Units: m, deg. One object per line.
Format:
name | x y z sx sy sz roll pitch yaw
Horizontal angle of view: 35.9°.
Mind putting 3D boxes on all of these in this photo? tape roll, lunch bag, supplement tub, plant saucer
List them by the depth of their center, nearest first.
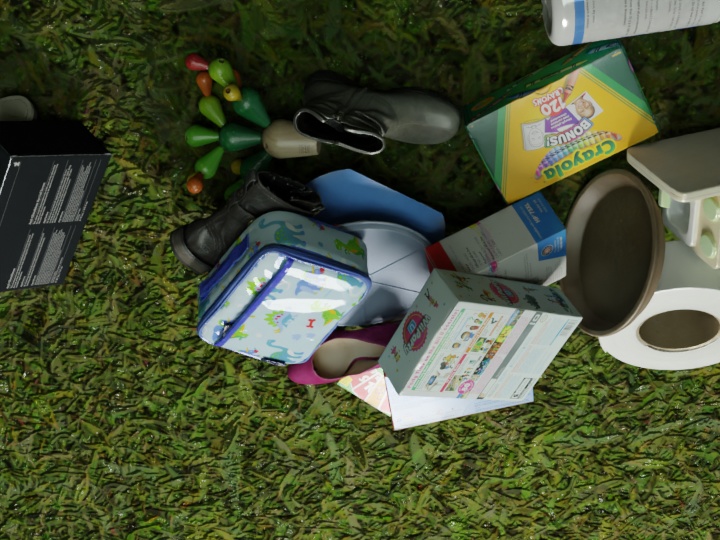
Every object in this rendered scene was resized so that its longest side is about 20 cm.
supplement tub | 0.295 -0.318 1.187 0.198 0.132 0.133 -7 120 5
lunch bag | -0.096 0.025 1.311 0.160 0.083 0.200 21 133 -29
plant saucer | 0.301 -0.020 1.326 0.029 0.200 0.201 6 121 -21
tape roll | 0.394 0.047 1.389 0.201 0.071 0.203 3 147 2

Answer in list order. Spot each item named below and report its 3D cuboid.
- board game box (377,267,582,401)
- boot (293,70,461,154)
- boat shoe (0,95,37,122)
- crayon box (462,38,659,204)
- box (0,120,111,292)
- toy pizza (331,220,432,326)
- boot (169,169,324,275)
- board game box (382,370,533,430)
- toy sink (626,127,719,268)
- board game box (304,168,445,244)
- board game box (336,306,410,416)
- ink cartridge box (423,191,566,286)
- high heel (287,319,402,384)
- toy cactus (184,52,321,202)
board game box | 0.142 0.081 1.317 0.199 0.064 0.148 8 125 -37
boot | 0.021 -0.164 1.276 0.198 0.131 0.068 12 120 -7
boat shoe | -0.455 -0.135 1.349 0.200 0.073 0.063 -40 156 15
crayon box | 0.234 -0.177 1.310 0.199 0.058 0.119 -26 117 14
box | -0.401 -0.075 1.320 0.079 0.141 0.201 42 120 25
toy pizza | 0.000 0.000 1.388 0.198 0.032 0.201 -5 141 -4
boot | -0.111 -0.042 1.330 0.174 0.070 0.199 -29 148 28
board game box | 0.134 0.156 1.508 0.198 0.020 0.103 -11 128 -1
toy sink | 0.422 -0.086 1.293 0.199 0.131 0.113 -13 121 -13
board game box | 0.005 -0.063 1.386 0.199 0.039 0.158 24 134 -19
board game box | 0.064 0.105 1.495 0.095 0.030 0.200 33 113 -17
ink cartridge box | 0.149 -0.001 1.352 0.199 0.067 0.116 -26 149 -5
high heel | -0.023 0.117 1.444 0.199 0.096 0.068 -15 98 23
toy cactus | -0.130 -0.155 1.296 0.164 0.102 0.201 4 119 9
